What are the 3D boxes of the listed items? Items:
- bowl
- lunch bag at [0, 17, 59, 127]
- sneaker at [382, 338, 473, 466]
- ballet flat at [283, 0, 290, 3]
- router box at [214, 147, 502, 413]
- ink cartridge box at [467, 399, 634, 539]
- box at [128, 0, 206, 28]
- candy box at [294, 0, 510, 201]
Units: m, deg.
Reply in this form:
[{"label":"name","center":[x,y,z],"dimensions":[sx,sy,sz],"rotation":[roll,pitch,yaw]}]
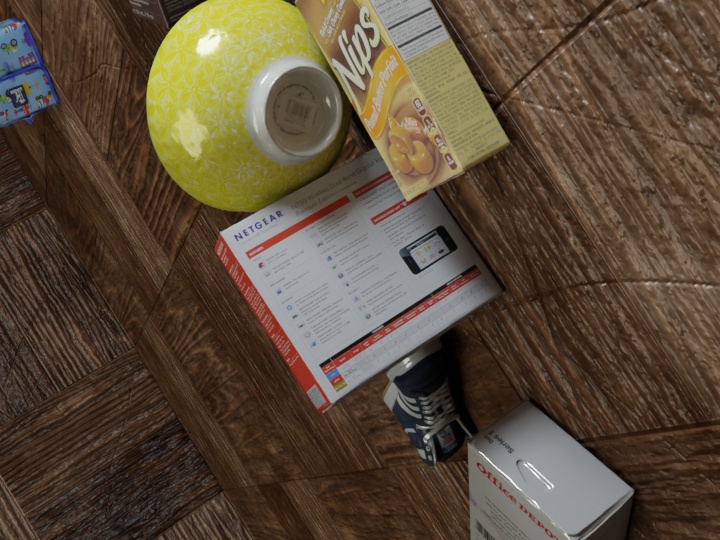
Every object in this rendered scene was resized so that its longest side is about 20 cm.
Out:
[{"label":"bowl","center":[-0.077,-0.144,0.836],"dimensions":[0.108,0.200,0.201],"rotation":[20,137,52]},{"label":"lunch bag","center":[-0.722,-0.391,1.919],"dimensions":[0.094,0.150,0.200],"rotation":[28,143,51]},{"label":"sneaker","center":[0.080,0.149,1.043],"dimensions":[0.109,0.070,0.200],"rotation":[56,165,18]},{"label":"ballet flat","center":[-0.132,-0.309,0.916],"dimensions":[0.200,0.068,0.067],"rotation":[65,164,-12]},{"label":"router box","center":[0.000,0.000,0.856],"dimensions":[0.180,0.200,0.049],"rotation":[57,158,8]},{"label":"ink cartridge box","center":[0.184,0.249,0.939],"dimensions":[0.145,0.084,0.200],"rotation":[40,152,37]},{"label":"box","center":[-0.233,-0.376,1.029],"dimensions":[0.100,0.075,0.200],"rotation":[31,143,49]},{"label":"candy box","center":[0.030,-0.164,0.770],"dimensions":[0.200,0.055,0.115],"rotation":[60,159,-3]}]
